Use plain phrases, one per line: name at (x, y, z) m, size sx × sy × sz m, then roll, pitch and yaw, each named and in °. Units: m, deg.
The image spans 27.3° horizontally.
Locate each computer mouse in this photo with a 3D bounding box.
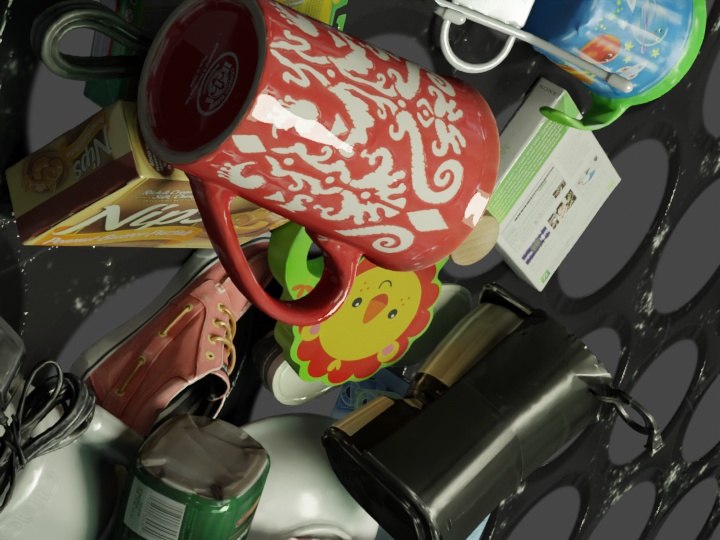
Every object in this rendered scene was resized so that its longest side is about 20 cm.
computer mouse at (-0.262, 0.050, 0.883) m, size 0.138 × 0.053 × 0.200 m, roll -44°, pitch 112°, yaw -34°

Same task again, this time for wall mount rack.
wall mount rack at (0.150, -0.231, 1.156) m, size 0.173 × 0.075 × 0.201 m, roll 17°, pitch 108°, yaw -18°

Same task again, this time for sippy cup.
sippy cup at (0.201, -0.220, 1.253) m, size 0.139 × 0.179 × 0.130 m, roll -24°, pitch 155°, yaw 39°

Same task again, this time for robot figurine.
robot figurine at (-0.231, 0.143, 1.007) m, size 0.169 × 0.113 × 0.200 m, roll -23°, pitch 148°, yaw 11°

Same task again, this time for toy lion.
toy lion at (0.000, 0.000, 1.128) m, size 0.192 × 0.069 × 0.200 m, roll -50°, pitch 142°, yaw 9°

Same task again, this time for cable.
cable at (-0.116, -0.139, 0.915) m, size 0.199 × 0.050 × 0.097 m, roll -10°, pitch 139°, yaw -33°

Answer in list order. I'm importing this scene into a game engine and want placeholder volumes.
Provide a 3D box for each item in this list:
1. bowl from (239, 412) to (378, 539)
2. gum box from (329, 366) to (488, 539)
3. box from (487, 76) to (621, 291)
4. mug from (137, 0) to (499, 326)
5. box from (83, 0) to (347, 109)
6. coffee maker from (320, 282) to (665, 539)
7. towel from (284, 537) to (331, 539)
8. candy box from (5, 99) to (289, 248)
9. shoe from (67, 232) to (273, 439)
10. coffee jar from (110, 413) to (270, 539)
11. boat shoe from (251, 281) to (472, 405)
bowl at (-0.062, 0.226, 1.262) m, size 0.200 × 0.090 × 0.202 m, roll -13°, pitch 127°, yaw -18°
gum box at (0.031, 0.208, 1.356) m, size 0.044 × 0.170 × 0.201 m, roll -6°, pitch 124°, yaw -55°
box at (0.172, -0.078, 1.418) m, size 0.145 × 0.036 × 0.200 m, roll -54°, pitch 149°, yaw -4°
mug at (-0.027, -0.067, 0.894) m, size 0.200 × 0.133 × 0.178 m, roll 21°, pitch 68°, yaw -47°
box at (-0.084, -0.169, 0.988) m, size 0.199 × 0.048 × 0.118 m, roll -12°, pitch 127°, yaw -45°
coffee maker at (0.098, 0.132, 1.185) m, size 0.200 × 0.192 × 0.135 m, roll -41°, pitch 126°, yaw -21°
towel at (-0.015, 0.286, 1.254) m, size 0.199 × 0.030 × 0.147 m, roll 11°, pitch 120°, yaw -34°
candy box at (-0.118, -0.058, 0.978) m, size 0.115 × 0.056 × 0.200 m, roll -25°, pitch 164°, yaw 34°
shoe at (-0.115, 0.053, 1.099) m, size 0.200 × 0.091 × 0.072 m, roll -41°, pitch 145°, yaw -23°
coffee jar at (-0.131, 0.206, 1.022) m, size 0.104 × 0.085 × 0.201 m, roll -48°, pitch 159°, yaw -63°
boat shoe at (0.001, 0.049, 1.245) m, size 0.199 × 0.062 × 0.073 m, roll -22°, pitch 123°, yaw -23°
